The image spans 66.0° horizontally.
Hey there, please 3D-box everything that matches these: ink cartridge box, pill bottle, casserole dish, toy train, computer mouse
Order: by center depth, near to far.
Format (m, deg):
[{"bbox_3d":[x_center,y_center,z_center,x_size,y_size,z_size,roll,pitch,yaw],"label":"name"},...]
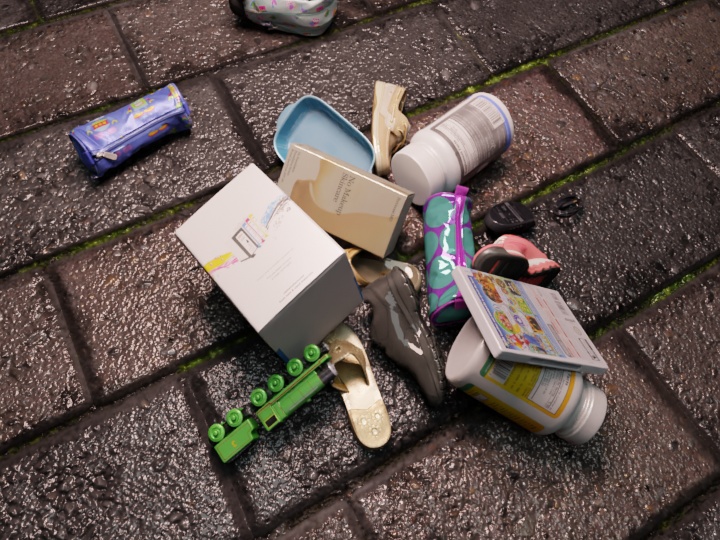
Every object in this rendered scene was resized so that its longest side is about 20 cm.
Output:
[{"bbox_3d":[-0.111,0.172,0.719,0.199,0.042,0.057,-39,77,-1],"label":"toy train"},{"bbox_3d":[0.223,0.148,0.745,0.198,0.113,0.114,30,63,-4],"label":"pill bottle"},{"bbox_3d":[-0.119,-0.006,0.751,0.144,0.148,0.200,-42,63,-10],"label":"ink cartridge box"},{"bbox_3d":[-0.056,-0.197,0.918,0.200,0.039,0.122,43,104,15],"label":"casserole dish"},{"bbox_3d":[0.152,-0.201,0.925,0.199,0.114,0.114,-37,71,-21],"label":"pill bottle"},{"bbox_3d":[0.293,-0.093,0.935,0.196,0.034,0.059,-12,48,-17],"label":"computer mouse"}]

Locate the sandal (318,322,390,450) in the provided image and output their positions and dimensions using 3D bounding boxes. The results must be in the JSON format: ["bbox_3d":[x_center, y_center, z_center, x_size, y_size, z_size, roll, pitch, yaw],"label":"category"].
[{"bbox_3d":[-0.014,0.136,0.760,0.076,0.070,0.214,-22,67,-16],"label":"sandal"}]

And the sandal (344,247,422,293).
[{"bbox_3d":[0.000,0.000,0.839,0.195,0.054,0.082,6,62,-3],"label":"sandal"}]

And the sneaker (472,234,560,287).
[{"bbox_3d":[0.217,-0.015,0.832,0.198,0.074,0.087,8,39,-45],"label":"sneaker"}]

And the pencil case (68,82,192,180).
[{"bbox_3d":[-0.370,-0.230,0.906,0.199,0.079,0.086,-36,42,-20],"label":"pencil case"}]

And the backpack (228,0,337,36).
[{"bbox_3d":[-0.140,-0.542,1.064,0.195,0.127,0.171,11,74,-1],"label":"backpack"}]

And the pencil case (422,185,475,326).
[{"bbox_3d":[0.139,-0.020,0.841,0.083,0.093,0.204,8,61,-15],"label":"pencil case"}]

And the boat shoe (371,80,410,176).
[{"bbox_3d":[0.054,-0.250,0.962,0.067,0.074,0.204,2,62,2],"label":"boat shoe"}]

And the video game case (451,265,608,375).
[{"bbox_3d":[0.223,0.066,0.729,0.197,0.018,0.145,13,38,-30],"label":"video game case"}]

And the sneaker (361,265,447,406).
[{"bbox_3d":[0.062,0.100,0.792,0.089,0.076,0.203,-25,74,10],"label":"sneaker"}]

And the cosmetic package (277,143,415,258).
[{"bbox_3d":[-0.026,-0.109,0.852,0.197,0.071,0.107,24,106,11],"label":"cosmetic package"}]
